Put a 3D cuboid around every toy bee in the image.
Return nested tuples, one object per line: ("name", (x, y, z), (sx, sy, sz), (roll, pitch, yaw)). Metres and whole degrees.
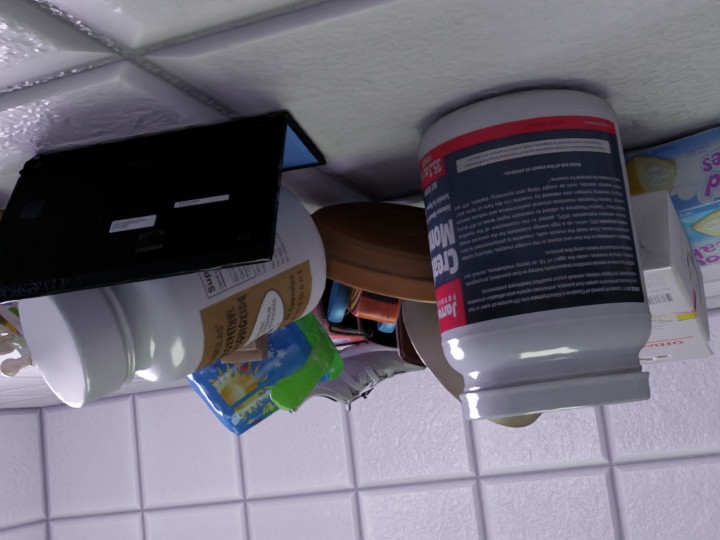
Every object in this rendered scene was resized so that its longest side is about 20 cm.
("toy bee", (0.000, 0.000, 0.854), (0.130, 0.110, 0.199), (14, 170, -29))

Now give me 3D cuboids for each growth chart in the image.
("growth chart", (-0.249, 0.027, 0.744), (0.144, 0.018, 0.200), (-19, -155, -25))

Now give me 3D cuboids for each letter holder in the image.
("letter holder", (0.041, 0.049, 1.077), (0.100, 0.144, 0.200), (-11, 170, 25))

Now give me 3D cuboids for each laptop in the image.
("laptop", (-0.120, -0.032, 0.585), (0.175, 0.201, 0.104), (-9, 134, 9))

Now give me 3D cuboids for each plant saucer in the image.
("plant saucer", (0.041, -0.022, 0.759), (0.198, 0.033, 0.200), (8, -163, -2))

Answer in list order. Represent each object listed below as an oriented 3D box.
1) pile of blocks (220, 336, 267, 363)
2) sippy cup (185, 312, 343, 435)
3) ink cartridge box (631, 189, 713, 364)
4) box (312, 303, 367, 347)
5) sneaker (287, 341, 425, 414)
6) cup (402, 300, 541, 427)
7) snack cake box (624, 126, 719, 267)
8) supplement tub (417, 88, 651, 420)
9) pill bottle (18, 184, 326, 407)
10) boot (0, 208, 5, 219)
("pile of blocks", (-0.179, 0.037, 0.864), (0.199, 0.083, 0.062), (21, -175, 25))
("sippy cup", (-0.108, 0.091, 0.931), (0.130, 0.140, 0.178), (-40, 172, -16))
("ink cartridge box", (0.219, 0.017, 0.758), (0.115, 0.068, 0.200), (-9, 151, 26))
("box", (-0.056, 0.044, 1.119), (0.102, 0.096, 0.200), (-12, 170, 22))
("sneaker", (-0.008, 0.136, 1.158), (0.198, 0.083, 0.075), (-7, 171, -4))
("cup", (0.163, 0.041, 0.958), (0.199, 0.201, 0.143), (3, 138, -47))
("snack cake box", (0.287, -0.057, 0.753), (0.199, 0.068, 0.115), (-17, 148, 35))
("supplement tub", (0.117, -0.007, 0.616), (0.139, 0.202, 0.140), (-6, 170, -1))
("pill bottle", (-0.130, 0.015, 0.651), (0.199, 0.115, 0.114), (-26, -176, -38))
("boot", (-0.369, -0.007, 0.673), (0.198, 0.067, 0.175), (0, 170, -33))
